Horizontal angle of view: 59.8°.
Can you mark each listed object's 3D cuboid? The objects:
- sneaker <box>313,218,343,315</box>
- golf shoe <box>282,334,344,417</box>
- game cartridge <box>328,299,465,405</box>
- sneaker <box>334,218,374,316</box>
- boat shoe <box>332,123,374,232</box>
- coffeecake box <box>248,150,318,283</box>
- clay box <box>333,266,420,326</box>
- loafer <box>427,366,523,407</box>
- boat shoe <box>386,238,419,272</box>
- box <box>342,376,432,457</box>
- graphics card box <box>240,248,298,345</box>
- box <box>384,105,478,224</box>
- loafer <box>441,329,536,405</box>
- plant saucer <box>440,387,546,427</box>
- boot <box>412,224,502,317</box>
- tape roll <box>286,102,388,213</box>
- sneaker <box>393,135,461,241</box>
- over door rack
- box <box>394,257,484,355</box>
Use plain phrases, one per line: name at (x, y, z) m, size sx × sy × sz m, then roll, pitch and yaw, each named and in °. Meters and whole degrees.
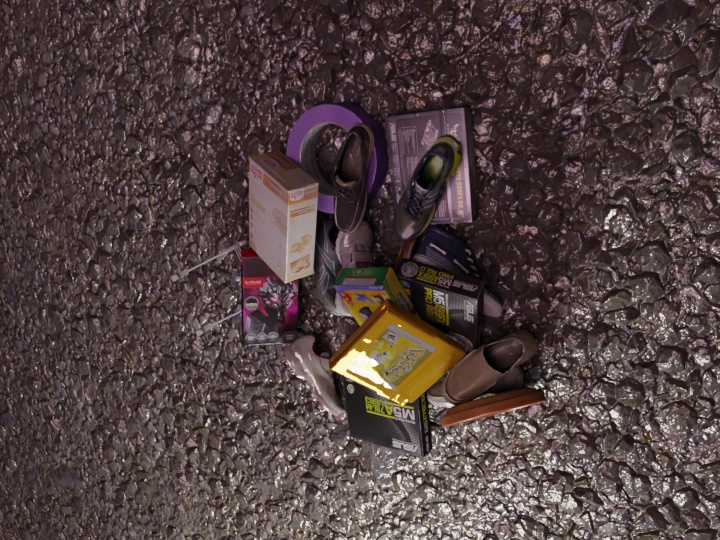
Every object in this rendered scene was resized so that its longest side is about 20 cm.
sneaker at (-0.057, -0.007, 1.281) m, size 0.077 × 0.075 × 0.205 m, roll -16°, pitch 98°, yaw 26°
golf shoe at (-0.084, 0.229, 1.367) m, size 0.091 × 0.075 × 0.202 m, roll -37°, pitch 105°, yaw -2°
game cartridge at (0.068, 0.159, 1.145) m, size 0.197 × 0.033 × 0.177 m, roll 30°, pitch 118°, yaw -25°
sneaker at (0.000, 0.000, 1.228) m, size 0.088 × 0.079 × 0.207 m, roll -150°, pitch 58°, yaw -62°
boat shoe at (-0.022, -0.164, 1.147) m, size 0.070 × 0.065 × 0.206 m, roll 20°, pitch 113°, yaw 18°
coffeecake box at (-0.155, -0.107, 1.232) m, size 0.153 × 0.072 × 0.205 m, roll 41°, pitch 137°, yaw 39°
clay box at (0.044, 0.079, 1.160) m, size 0.112 × 0.048 × 0.202 m, roll 0°, pitch 136°, yaw 36°
loafer at (0.214, 0.212, 1.209) m, size 0.195 × 0.071 × 0.070 m, roll -21°, pitch 127°, yaw 22°
boat shoe at (0.063, 0.024, 1.232) m, size 0.066 × 0.072 × 0.205 m, roll 24°, pitch 117°, yaw 16°
box at (0.052, 0.272, 1.308) m, size 0.196 × 0.047 × 0.200 m, roll 5°, pitch 105°, yaw 38°
graphics card box at (-0.196, 0.057, 1.347) m, size 0.121 × 0.051 × 0.206 m, roll -1°, pitch 110°, yaw -15°
box at (0.131, -0.190, 1.148) m, size 0.154 × 0.048 × 0.207 m, roll -1°, pitch 105°, yaw 25°
loafer at (0.225, 0.171, 1.133) m, size 0.198 × 0.068 × 0.077 m, roll -39°, pitch 68°, yaw 11°
plant saucer at (0.240, 0.249, 1.147) m, size 0.197 × 0.198 × 0.033 m, roll -24°, pitch 72°, yaw 29°
boot at (0.193, 0.000, 1.160) m, size 0.197 × 0.092 × 0.073 m, roll 32°, pitch 162°, yaw -11°
tape roll at (-0.046, -0.219, 1.217) m, size 0.194 × 0.065 × 0.207 m, roll 8°, pitch 109°, yaw 24°
sneaker at (0.105, -0.139, 1.101) m, size 0.073 × 0.081 × 0.204 m, roll 30°, pitch 116°, yaw 14°
over door rack at (-0.306, 0.033, 1.410) m, size 0.196 × 0.067 × 0.151 m, roll -25°, pitch 95°, yaw 9°
box at (0.148, 0.072, 1.160) m, size 0.156 × 0.045 × 0.202 m, roll 18°, pitch 148°, yaw 21°
